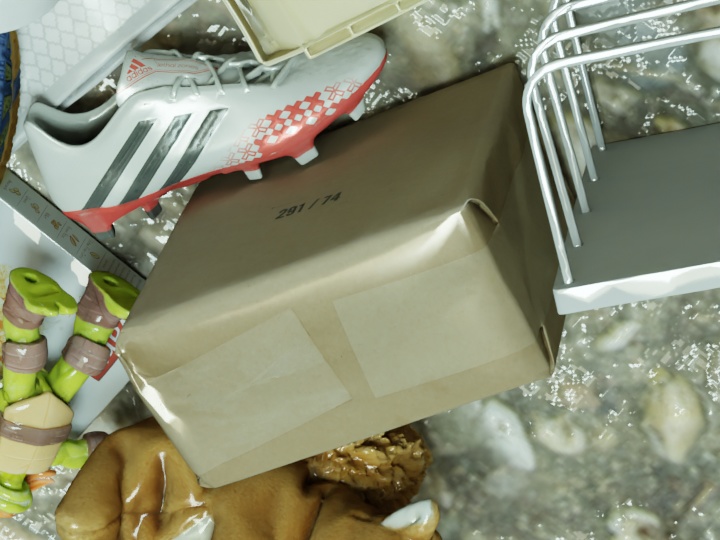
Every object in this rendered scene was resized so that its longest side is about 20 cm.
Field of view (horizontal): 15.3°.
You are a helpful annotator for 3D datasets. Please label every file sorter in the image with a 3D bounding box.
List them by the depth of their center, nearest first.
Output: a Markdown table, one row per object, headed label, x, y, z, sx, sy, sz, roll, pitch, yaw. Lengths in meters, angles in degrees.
| label | x | y | z | sx | sy | sz | roll | pitch | yaw |
| --- | --- | --- | --- | --- | --- | --- | --- | --- | --- |
| file sorter | 0.159 | -0.083 | 1.300 | 0.138 | 0.200 | 0.125 | -11 | 110 | 14 |

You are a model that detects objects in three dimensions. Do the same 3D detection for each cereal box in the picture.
| label | x | y | z | sx | sy | sz | roll | pitch | yaw |
| --- | --- | --- | --- | --- | --- | --- | --- | --- | --- |
| cereal box | -0.221 | 0.015 | 1.499 | 0.200 | 0.040 | 0.144 | 39 | 114 | -8 |

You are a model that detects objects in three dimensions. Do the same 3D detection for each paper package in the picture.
| label | x | y | z | sx | sy | sz | roll | pitch | yaw |
| --- | --- | --- | --- | --- | --- | --- | --- | --- | --- |
| paper package | 0.000 | 0.000 | 1.370 | 0.200 | 0.191 | 0.104 | -20 | 112 | 19 |

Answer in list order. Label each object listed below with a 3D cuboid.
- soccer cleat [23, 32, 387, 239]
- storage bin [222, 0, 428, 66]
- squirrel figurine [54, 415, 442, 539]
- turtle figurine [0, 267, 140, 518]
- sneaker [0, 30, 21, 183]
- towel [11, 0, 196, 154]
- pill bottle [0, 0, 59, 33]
| label | x | y | z | sx | sy | sz | roll | pitch | yaw |
| --- | --- | --- | --- | --- | --- | --- | --- | --- | --- |
| soccer cleat | -0.083 | -0.088 | 1.406 | 0.200 | 0.069 | 0.085 | -23 | 118 | 16 |
| storage bin | -0.004 | -0.232 | 1.320 | 0.198 | 0.094 | 0.200 | -24 | 108 | 20 |
| squirrel figurine | -0.030 | 0.128 | 1.426 | 0.186 | 0.200 | 0.142 | 7 | 134 | 24 |
| turtle figurine | -0.170 | 0.077 | 1.464 | 0.199 | 0.064 | 0.162 | 11 | 116 | -27 |
| sneaker | -0.234 | -0.048 | 1.413 | 0.088 | 0.075 | 0.201 | 15 | 112 | 0 |
| towel | -0.191 | -0.177 | 1.412 | 0.200 | 0.032 | 0.191 | -38 | 103 | 22 |
| pill bottle | -0.192 | -0.219 | 1.292 | 0.115 | 0.116 | 0.200 | 9 | 132 | 6 |
